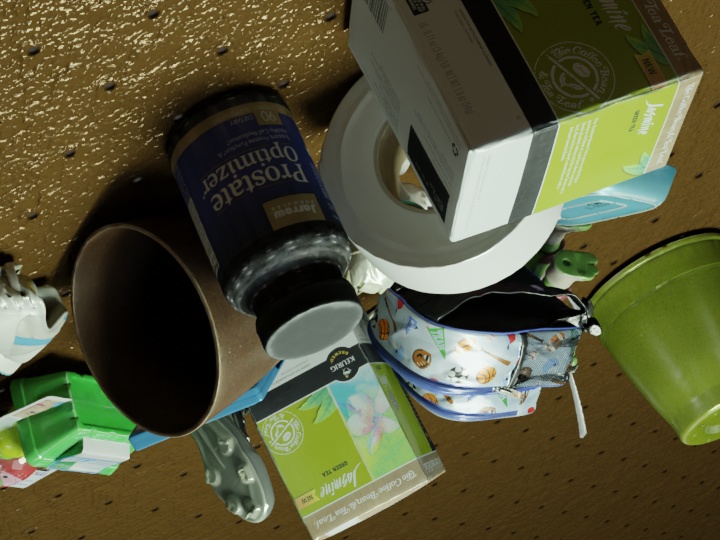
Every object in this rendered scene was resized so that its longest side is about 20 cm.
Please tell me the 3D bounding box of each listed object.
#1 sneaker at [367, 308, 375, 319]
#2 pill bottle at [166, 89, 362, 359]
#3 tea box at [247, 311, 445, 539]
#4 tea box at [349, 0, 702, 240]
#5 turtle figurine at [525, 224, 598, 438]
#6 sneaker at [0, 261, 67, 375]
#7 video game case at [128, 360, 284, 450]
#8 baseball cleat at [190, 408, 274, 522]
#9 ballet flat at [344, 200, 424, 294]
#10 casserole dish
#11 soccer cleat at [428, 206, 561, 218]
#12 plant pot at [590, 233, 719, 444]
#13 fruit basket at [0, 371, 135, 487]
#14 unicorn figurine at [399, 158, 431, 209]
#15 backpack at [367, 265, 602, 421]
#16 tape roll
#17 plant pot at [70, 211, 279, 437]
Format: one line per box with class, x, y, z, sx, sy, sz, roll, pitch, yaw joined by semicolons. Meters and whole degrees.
sneaker;0.015;0.103;2.000;0.199;0.089;0.077;-31;155;10
pill bottle;-0.074;-0.035;1.504;0.111;0.201;0.112;-21;155;-10
tea box;-0.020;0.150;1.872;0.133;0.198;0.200;-29;173;5
tea box;0.121;-0.163;1.426;0.195;0.201;0.134;-20;155;-16
turtle figurine;0.216;0.032;2.001;0.144;0.199;0.195;-51;171;-42
sneaker;-0.316;0.025;1.553;0.081;0.077;0.200;-38;160;6
video game case;-0.125;0.089;1.744;0.142;0.018;0.200;-23;-162;24
baseball cleat;-0.126;0.154;1.829;0.106;0.201;0.070;-12;149;-49
ballet flat;0.000;0.000;1.695;0.069;0.070;0.200;-8;166;-34
casserole dish;0.216;-0.075;1.799;0.120;0.039;0.199;8;168;-31
soccer cleat;0.103;-0.061;1.785;0.199;0.077;0.067;-13;-169;39
plant pot;0.397;0.093;2.215;0.199;0.194;0.201;-21;155;-10
fruit basket;-0.315;0.174;1.816;0.199;0.094;0.185;-33;155;22
unicorn figurine;0.032;-0.059;1.708;0.136;0.075;0.200;12;143;-38
backpack;0.102;0.057;1.852;0.189;0.200;0.156;4;111;-35
tape roll;0.069;-0.086;1.547;0.201;0.204;0.071;-29;156;7
plant pot;-0.118;0.023;1.634;0.199;0.188;0.187;-23;160;-44
